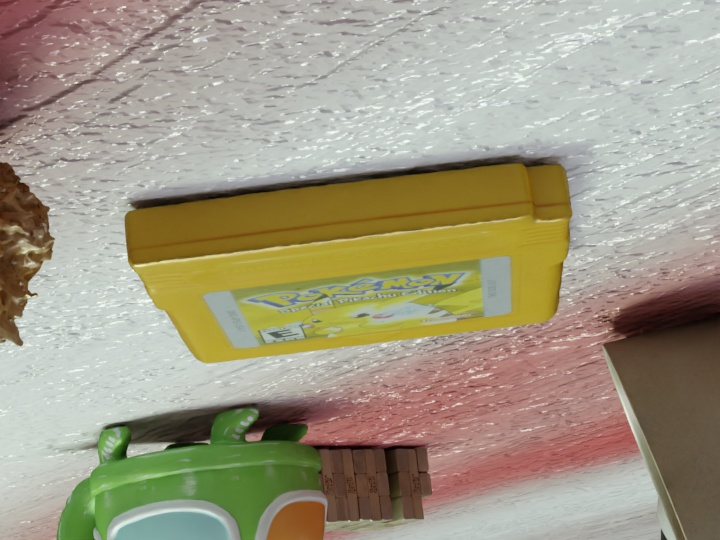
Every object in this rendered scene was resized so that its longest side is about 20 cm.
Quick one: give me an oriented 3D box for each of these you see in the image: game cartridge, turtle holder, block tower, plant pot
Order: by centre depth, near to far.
[{"bbox_3d":[0.000,0.000,0.986,0.176,0.032,0.200,-7,169,2],"label":"game cartridge"},{"bbox_3d":[0.259,0.091,1.254,0.200,0.187,0.187,-22,167,3],"label":"plant pot"},{"bbox_3d":[-0.112,0.165,1.442,0.185,0.132,0.141,-6,168,-3],"label":"turtle holder"},{"bbox_3d":[-0.041,0.154,1.614,0.200,0.054,0.058,3,164,-38],"label":"block tower"}]

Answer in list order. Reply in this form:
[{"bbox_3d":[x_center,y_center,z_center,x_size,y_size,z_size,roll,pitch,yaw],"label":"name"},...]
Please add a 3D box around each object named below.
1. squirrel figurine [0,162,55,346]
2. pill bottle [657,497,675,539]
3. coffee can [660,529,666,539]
[{"bbox_3d":[-0.198,-0.001,0.719,0.200,0.142,0.187,-25,154,-2],"label":"squirrel figurine"},{"bbox_3d":[0.286,0.162,1.680,0.113,0.113,0.200,-4,168,-11],"label":"pill bottle"},{"bbox_3d":[0.418,0.311,2.343,0.200,0.146,0.146,-10,167,14],"label":"coffee can"}]
